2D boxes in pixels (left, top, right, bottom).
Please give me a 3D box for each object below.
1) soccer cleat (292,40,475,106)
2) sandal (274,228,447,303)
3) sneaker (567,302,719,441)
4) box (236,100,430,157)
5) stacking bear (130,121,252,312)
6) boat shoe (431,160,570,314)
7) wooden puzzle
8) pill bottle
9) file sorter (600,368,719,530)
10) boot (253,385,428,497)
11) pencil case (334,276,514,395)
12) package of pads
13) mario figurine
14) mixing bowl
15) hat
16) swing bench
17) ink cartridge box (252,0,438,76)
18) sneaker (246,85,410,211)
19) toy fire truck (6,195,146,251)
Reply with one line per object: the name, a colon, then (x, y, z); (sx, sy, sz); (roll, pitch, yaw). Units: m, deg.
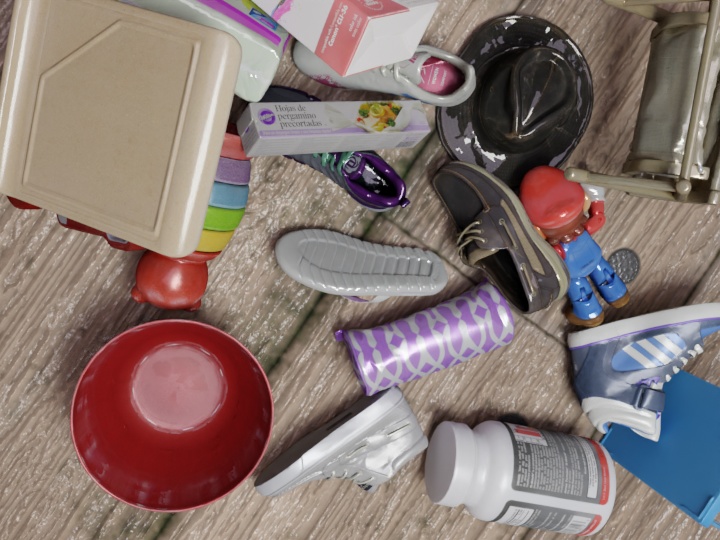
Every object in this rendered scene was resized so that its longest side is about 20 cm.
soccer cleat: (0.028, -0.222, 0.789); (0.199, 0.086, 0.070); (10, 96, -4)
sandal: (0.000, 0.006, 0.841); (0.202, 0.083, 0.050); (9, 139, -14)
sneaker: (0.357, 0.124, 0.891); (0.200, 0.081, 0.147); (-14, 83, 10)
box: (-0.022, -0.143, 0.745); (0.200, 0.041, 0.039); (-9, 74, -31)
stacking bear: (-0.178, -0.055, 0.770); (0.121, 0.114, 0.200); (10, 105, -31)
boat shoe: (0.146, -0.037, 0.825); (0.073, 0.075, 0.200); (-35, 79, -35)
wooden puzzle: (-0.206, -0.127, 0.623); (0.200, 0.037, 0.185); (19, 103, 11)
pill bottle: (0.186, 0.241, 0.883); (0.200, 0.116, 0.116); (13, 96, -13)
file sorter: (0.412, 0.217, 0.883); (0.123, 0.200, 0.139); (32, 91, -16)
boot: (-0.016, 0.223, 0.859); (0.200, 0.074, 0.096); (-33, 96, -6)
pencil case: (0.078, 0.073, 0.856); (0.200, 0.084, 0.086); (-19, 64, -10)
package of pads: (-0.164, -0.257, 0.719); (0.200, 0.155, 0.068); (27, 121, -15)
mario figurine: (0.242, -0.038, 0.887); (0.124, 0.106, 0.200); (-51, 120, -39)
mixing bowl: (-0.194, 0.139, 0.794); (0.200, 0.108, 0.201); (-2, 99, -10)
hat: (0.188, -0.188, 0.836); (0.200, 0.081, 0.201); (-2, 100, -12)
swing bench: (0.336, -0.178, 0.802); (0.200, 0.130, 0.199); (0, 101, -50)
ink cartridge box: (-0.039, -0.280, 0.718); (0.200, 0.116, 0.068); (43, 133, 15)
sneaker: (-0.029, -0.134, 0.797); (0.200, 0.088, 0.075); (32, 91, -14)
toy fire truck: (-0.242, -0.127, 0.699); (0.112, 0.168, 0.201); (-4, 103, -50)
